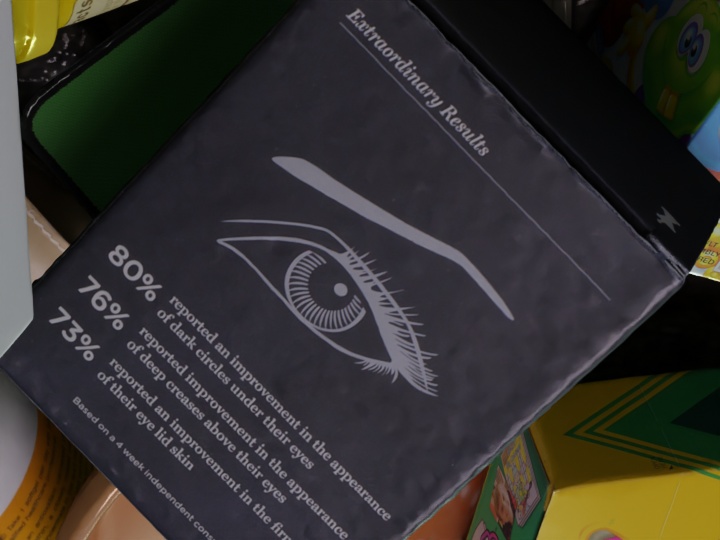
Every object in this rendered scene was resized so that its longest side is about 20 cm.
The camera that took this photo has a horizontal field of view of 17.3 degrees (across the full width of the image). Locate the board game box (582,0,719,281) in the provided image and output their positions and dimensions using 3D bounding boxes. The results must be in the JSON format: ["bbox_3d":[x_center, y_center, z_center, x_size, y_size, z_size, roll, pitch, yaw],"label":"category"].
[{"bbox_3d":[0.168,-0.096,0.815,0.103,0.105,0.200,14,134,-21],"label":"board game box"}]

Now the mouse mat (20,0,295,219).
[{"bbox_3d":[-0.016,-0.043,0.883,0.161,0.008,0.200,-36,134,1],"label":"mouse mat"}]

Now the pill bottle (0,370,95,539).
[{"bbox_3d":[-0.164,0.099,0.988,0.111,0.111,0.200,-22,136,17],"label":"pill bottle"}]

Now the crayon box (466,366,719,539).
[{"bbox_3d":[0.129,0.127,0.998,0.172,0.058,0.201,-6,137,-19],"label":"crayon box"}]

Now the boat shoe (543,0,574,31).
[{"bbox_3d":[0.046,-0.063,0.873,0.072,0.063,0.201,15,122,18],"label":"boat shoe"}]

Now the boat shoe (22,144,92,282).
[{"bbox_3d":[-0.093,-0.001,0.921,0.065,0.072,0.200,-31,134,10],"label":"boat shoe"}]

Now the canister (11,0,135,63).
[{"bbox_3d":[-0.044,-0.153,0.680,0.199,0.087,0.149,-24,143,-27],"label":"canister"}]

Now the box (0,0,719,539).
[{"bbox_3d":[0.000,0.000,0.784,0.148,0.104,0.200,46,113,0],"label":"box"}]

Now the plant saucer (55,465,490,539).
[{"bbox_3d":[-0.036,0.096,0.957,0.199,0.038,0.201,-19,141,-16],"label":"plant saucer"}]

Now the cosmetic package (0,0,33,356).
[{"bbox_3d":[-0.168,-0.068,0.643,0.150,0.052,0.201,20,136,16],"label":"cosmetic package"}]
